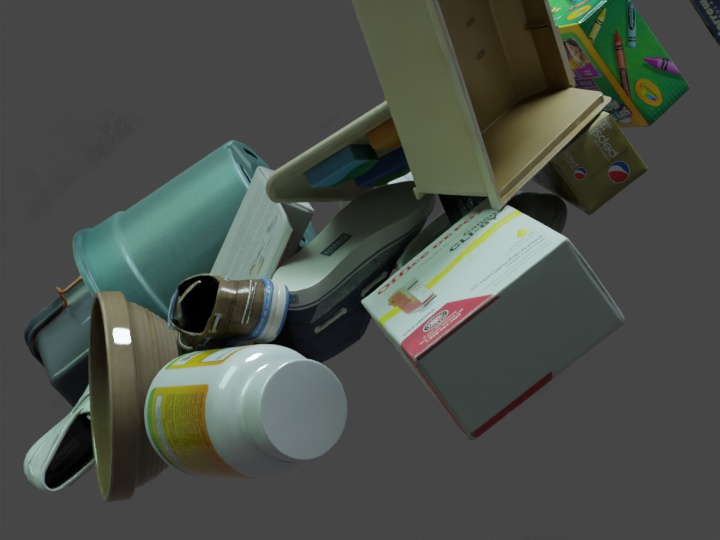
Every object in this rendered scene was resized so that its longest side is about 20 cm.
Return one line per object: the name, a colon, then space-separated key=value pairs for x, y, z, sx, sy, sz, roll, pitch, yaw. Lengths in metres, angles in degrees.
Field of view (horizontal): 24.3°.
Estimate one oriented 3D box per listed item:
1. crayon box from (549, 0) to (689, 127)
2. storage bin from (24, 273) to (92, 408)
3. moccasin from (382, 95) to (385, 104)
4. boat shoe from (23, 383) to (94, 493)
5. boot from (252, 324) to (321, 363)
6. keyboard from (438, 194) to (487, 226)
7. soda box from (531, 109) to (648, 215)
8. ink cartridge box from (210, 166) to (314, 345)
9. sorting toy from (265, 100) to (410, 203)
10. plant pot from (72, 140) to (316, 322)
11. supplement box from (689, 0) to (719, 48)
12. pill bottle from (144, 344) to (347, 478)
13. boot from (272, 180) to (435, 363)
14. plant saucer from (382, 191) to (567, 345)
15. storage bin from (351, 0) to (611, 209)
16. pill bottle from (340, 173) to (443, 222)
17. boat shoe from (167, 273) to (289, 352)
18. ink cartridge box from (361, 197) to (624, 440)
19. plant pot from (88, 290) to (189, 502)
crayon box: x=0.210 y=-0.197 z=1.586 sx=0.058 sy=0.119 sz=0.200 roll=-43 pitch=17 yaw=-14
storage bin: x=-0.284 y=0.072 z=1.926 sx=0.200 sy=0.146 sz=0.134 roll=-38 pitch=26 yaw=2
moccasin: x=0.084 y=-0.246 z=2.079 sx=0.078 sy=0.074 sz=0.202 roll=-35 pitch=17 yaw=47
boat shoe: x=-0.274 y=0.160 z=1.784 sx=0.200 sy=0.074 sz=0.065 roll=-53 pitch=24 yaw=-12
boot: x=-0.060 y=0.032 z=1.660 sx=0.189 sy=0.068 sz=0.200 roll=-54 pitch=14 yaw=-13
keyboard: x=0.117 y=-0.105 z=1.506 sx=0.127 sy=0.021 sz=0.200 roll=-45 pitch=17 yaw=10
soda box: x=0.185 y=-0.110 z=1.507 sx=0.068 sy=0.064 sz=0.200 roll=-38 pitch=16 yaw=0
ink cartridge box: x=-0.104 y=0.022 z=1.599 sx=0.201 sy=0.045 sz=0.176 roll=-65 pitch=23 yaw=15
sorting toy: x=0.034 y=-0.116 z=1.505 sx=0.200 sy=0.037 sz=0.185 roll=-35 pitch=-15 yaw=28
plant pot: x=-0.163 y=-0.021 z=1.761 sx=0.196 sy=0.200 sz=0.200 roll=-38 pitch=16 yaw=11
supplement box: x=0.373 y=-0.315 z=1.569 sx=0.109 sy=0.109 sz=0.200 roll=-26 pitch=21 yaw=37
pill bottle: x=-0.095 y=0.119 z=1.408 sx=0.111 sy=0.111 sz=0.200 roll=-47 pitch=18 yaw=-26
boot: x=0.000 y=0.000 z=1.547 sx=0.200 sy=0.091 sz=0.073 roll=-37 pitch=40 yaw=-30
plant saucer: x=0.089 y=-0.016 z=1.485 sx=0.200 sy=0.050 sz=0.200 roll=-35 pitch=16 yaw=12
storage bin: x=0.104 y=-0.188 z=1.367 sx=0.094 sy=0.201 sz=0.199 roll=4 pitch=35 yaw=42
pill bottle: x=0.058 y=-0.117 z=1.720 sx=0.109 sy=0.109 sz=0.200 roll=-23 pitch=22 yaw=43
boat shoe: x=-0.132 y=0.035 z=1.499 sx=0.200 sy=0.072 sz=0.073 roll=-27 pitch=49 yaw=61
ink cartridge box: x=0.095 y=0.030 z=1.287 sx=0.145 sy=0.083 sz=0.200 roll=-39 pitch=16 yaw=-2
plant pot: x=-0.207 y=0.120 z=1.611 sx=0.092 sy=0.202 sz=0.201 roll=-1 pitch=8 yaw=-15
